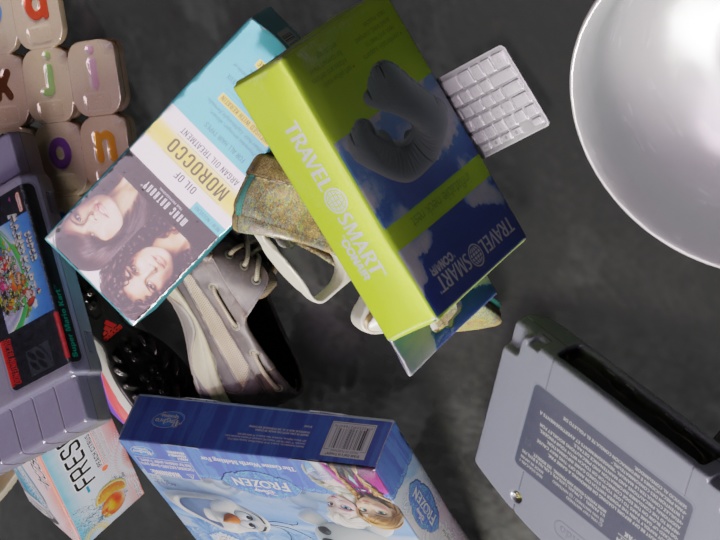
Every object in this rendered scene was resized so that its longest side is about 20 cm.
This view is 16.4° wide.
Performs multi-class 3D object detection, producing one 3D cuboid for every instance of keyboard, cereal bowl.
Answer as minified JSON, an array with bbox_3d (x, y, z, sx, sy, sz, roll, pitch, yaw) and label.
[{"bbox_3d":[0.031,-0.078,1.547,0.200,0.011,0.056,-26,104,41],"label":"keyboard"},{"bbox_3d":[0.219,-0.102,1.360,0.200,0.083,0.200,17,128,23],"label":"cereal bowl"}]

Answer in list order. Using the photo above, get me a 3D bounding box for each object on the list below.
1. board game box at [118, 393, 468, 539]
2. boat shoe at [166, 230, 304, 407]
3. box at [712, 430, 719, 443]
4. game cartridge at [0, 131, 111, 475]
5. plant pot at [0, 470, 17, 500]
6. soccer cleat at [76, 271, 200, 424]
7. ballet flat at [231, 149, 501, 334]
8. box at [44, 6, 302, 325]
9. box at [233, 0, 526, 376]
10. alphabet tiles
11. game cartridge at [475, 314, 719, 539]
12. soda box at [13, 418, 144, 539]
[{"bbox_3d":[-0.033,0.163,1.684,0.200,0.043,0.199,4,145,31],"label":"board game box"},{"bbox_3d":[-0.087,0.004,1.649,0.073,0.075,0.200,-11,117,18],"label":"boat shoe"},{"bbox_3d":[0.249,0.215,1.580,0.161,0.049,0.200,36,132,13],"label":"box"},{"bbox_3d":[-0.235,0.024,1.624,0.130,0.038,0.200,-28,72,38],"label":"game cartridge"},{"bbox_3d":[-0.351,0.078,1.795,0.183,0.200,0.201,34,134,24],"label":"plant pot"},{"bbox_3d":[-0.190,0.033,1.733,0.200,0.068,0.073,54,150,-6],"label":"soccer cleat"},{"bbox_3d":[0.000,0.000,1.536,0.200,0.071,0.071,35,139,-29],"label":"ballet flat"},{"bbox_3d":[-0.100,-0.065,1.560,0.082,0.049,0.200,44,107,-1],"label":"box"},{"bbox_3d":[0.020,-0.053,1.483,0.048,0.122,0.200,-25,100,39],"label":"box"},{"bbox_3d":[-0.229,-0.095,1.665,0.200,0.015,0.196,-5,98,35],"label":"alphabet tiles"},{"bbox_3d":[0.157,0.132,1.550,0.200,0.041,0.133,38,137,32],"label":"game cartridge"},{"bbox_3d":[-0.215,0.105,1.742,0.068,0.064,0.200,36,156,33],"label":"soda box"}]
